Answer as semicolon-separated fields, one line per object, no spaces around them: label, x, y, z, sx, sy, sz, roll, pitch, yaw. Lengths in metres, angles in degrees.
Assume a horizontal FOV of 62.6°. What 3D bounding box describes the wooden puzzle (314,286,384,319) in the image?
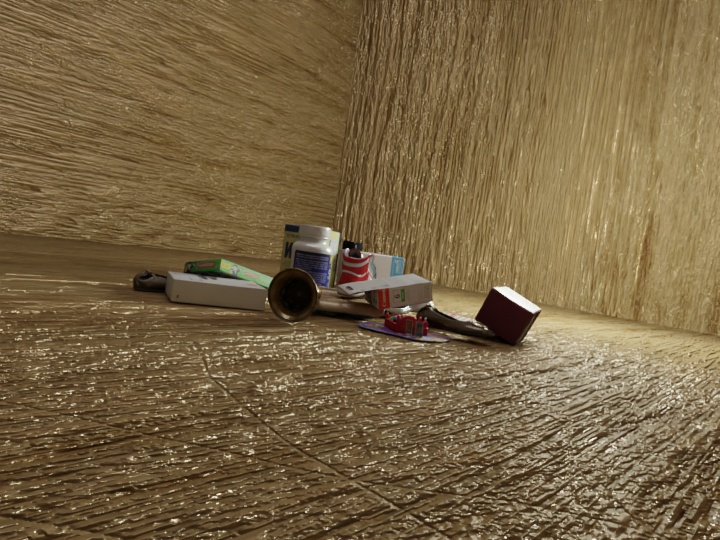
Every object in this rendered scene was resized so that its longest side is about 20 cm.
wooden puzzle;-0.051;0.083;1.427;0.182;0.047;0.200;7;7;-13

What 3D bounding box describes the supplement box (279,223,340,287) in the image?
supplement box;-0.160;-0.036;1.896;0.132;0.204;0.200;8;1;12

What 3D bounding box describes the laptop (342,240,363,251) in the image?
laptop;-0.054;-0.025;2.289;0.102;0.181;0.198;7;3;-39

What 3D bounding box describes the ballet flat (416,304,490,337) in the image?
ballet flat;0.202;0.111;1.303;0.067;0.047;0.198;21;-7;-40

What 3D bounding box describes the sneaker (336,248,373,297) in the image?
sneaker;0.000;0.000;1.493;0.070;0.115;0.200;11;7;16

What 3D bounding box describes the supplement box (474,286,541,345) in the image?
supplement box;0.353;0.103;1.402;0.110;0.087;0.199;34;11;19

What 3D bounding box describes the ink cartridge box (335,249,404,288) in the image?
ink cartridge box;0.028;0.015;2.004;0.196;0.149;0.147;7;2;-13

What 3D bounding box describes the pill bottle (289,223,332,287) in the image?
pill bottle;-0.140;-0.024;1.667;0.117;0.204;0.120;8;3;0

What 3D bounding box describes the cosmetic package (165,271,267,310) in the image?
cosmetic package;-0.317;0.044;1.291;0.197;0.053;0.150;8;5;-24

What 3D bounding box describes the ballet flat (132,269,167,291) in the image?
ballet flat;-0.430;0.025;1.369;0.067;0.047;0.198;11;4;42

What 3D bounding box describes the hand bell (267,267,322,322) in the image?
hand bell;-0.114;0.047;1.247;0.102;0.106;0.200;8;2;11

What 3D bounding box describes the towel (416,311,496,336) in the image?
towel;0.245;0.133;1.459;0.197;0.031;0.146;12;4;20

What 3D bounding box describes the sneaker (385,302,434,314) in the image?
sneaker;0.109;0.069;1.533;0.198;0.086;0.074;-2;-2;-42

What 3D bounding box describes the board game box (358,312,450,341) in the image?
board game box;0.096;0.110;1.251;0.197;0.040;0.157;11;3;32

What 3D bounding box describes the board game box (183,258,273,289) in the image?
board game box;-0.308;0.016;1.441;0.133;0.030;0.199;-4;-19;36

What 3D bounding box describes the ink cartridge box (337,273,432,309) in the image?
ink cartridge box;0.055;0.052;1.363;0.196;0.051;0.109;-9;12;-16
